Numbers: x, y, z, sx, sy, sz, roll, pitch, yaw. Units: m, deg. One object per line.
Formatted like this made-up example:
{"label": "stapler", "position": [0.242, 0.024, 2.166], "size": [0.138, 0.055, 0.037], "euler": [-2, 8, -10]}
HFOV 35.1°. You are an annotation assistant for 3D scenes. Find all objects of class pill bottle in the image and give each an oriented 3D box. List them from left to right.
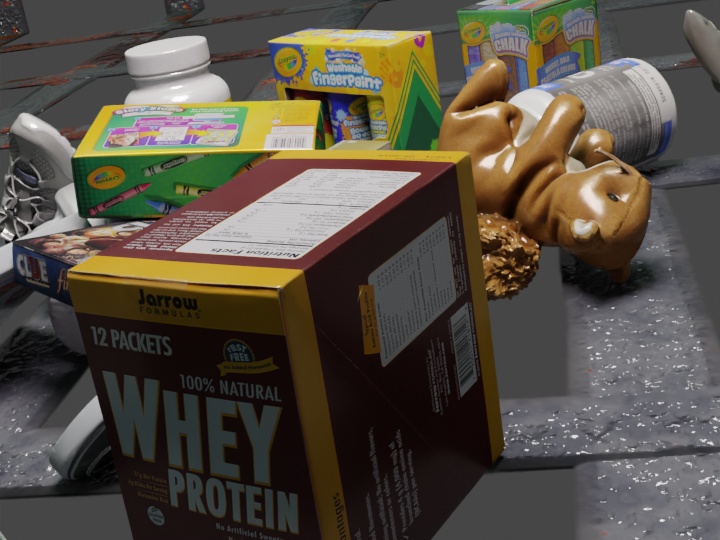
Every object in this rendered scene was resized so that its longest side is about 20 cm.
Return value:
{"label": "pill bottle", "position": [-0.183, -0.136, 1.186], "size": [0.112, 0.201, 0.113], "euler": [-8, 21, 3]}
{"label": "pill bottle", "position": [0.211, -0.137, 1.143], "size": [0.199, 0.115, 0.114], "euler": [-21, 24, -29]}

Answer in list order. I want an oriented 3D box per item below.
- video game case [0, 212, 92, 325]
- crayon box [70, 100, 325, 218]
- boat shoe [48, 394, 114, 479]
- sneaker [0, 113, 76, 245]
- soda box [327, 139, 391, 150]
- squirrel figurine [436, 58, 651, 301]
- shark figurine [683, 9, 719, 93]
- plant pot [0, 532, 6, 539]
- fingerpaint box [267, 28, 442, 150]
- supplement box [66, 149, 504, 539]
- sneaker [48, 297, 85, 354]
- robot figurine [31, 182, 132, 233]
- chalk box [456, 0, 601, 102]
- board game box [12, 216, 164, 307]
{"label": "video game case", "position": [-0.332, 0.036, 0.925], "size": [0.182, 0.024, 0.200], "euler": [-38, -1, 39]}
{"label": "crayon box", "position": [-0.131, -0.096, 0.960], "size": [0.198, 0.059, 0.119], "euler": [-1, 28, 2]}
{"label": "boat shoe", "position": [-0.114, 0.086, 0.770], "size": [0.199, 0.068, 0.074], "euler": [-36, -13, -17]}
{"label": "sneaker", "position": [-0.315, -0.060, 1.101], "size": [0.074, 0.201, 0.082], "euler": [27, 48, 17]}
{"label": "soda box", "position": [-0.042, -0.070, 1.143], "size": [0.064, 0.068, 0.200], "euler": [6, 26, 32]}
{"label": "squirrel figurine", "position": [0.140, -0.046, 0.946], "size": [0.200, 0.142, 0.187], "euler": [-46, 54, -1]}
{"label": "shark figurine", "position": [0.468, -0.215, 1.322], "size": [0.213, 0.129, 0.090], "euler": [21, 58, 23]}
{"label": "plant pot", "position": [-0.207, 0.179, 0.436], "size": [0.188, 0.201, 0.200], "euler": [-37, 31, -23]}
{"label": "fingerpaint box", "position": [-0.005, -0.181, 1.273], "size": [0.073, 0.168, 0.199], "euler": [-26, 27, -37]}
{"label": "supplement box", "position": [-0.028, 0.057, 0.634], "size": [0.132, 0.199, 0.200], "euler": [4, 24, 31]}
{"label": "sneaker", "position": [-0.153, 0.023, 0.943], "size": [0.199, 0.076, 0.114], "euler": [2, 24, 27]}
{"label": "robot figurine", "position": [-0.208, -0.050, 1.073], "size": [0.199, 0.114, 0.170], "euler": [-29, 6, -14]}
{"label": "chalk box", "position": [0.204, -0.269, 1.360], "size": [0.124, 0.201, 0.123], "euler": [-25, 26, -35]}
{"label": "board game box", "position": [-0.150, -0.014, 0.885], "size": [0.199, 0.035, 0.135], "euler": [-15, 19, -39]}
